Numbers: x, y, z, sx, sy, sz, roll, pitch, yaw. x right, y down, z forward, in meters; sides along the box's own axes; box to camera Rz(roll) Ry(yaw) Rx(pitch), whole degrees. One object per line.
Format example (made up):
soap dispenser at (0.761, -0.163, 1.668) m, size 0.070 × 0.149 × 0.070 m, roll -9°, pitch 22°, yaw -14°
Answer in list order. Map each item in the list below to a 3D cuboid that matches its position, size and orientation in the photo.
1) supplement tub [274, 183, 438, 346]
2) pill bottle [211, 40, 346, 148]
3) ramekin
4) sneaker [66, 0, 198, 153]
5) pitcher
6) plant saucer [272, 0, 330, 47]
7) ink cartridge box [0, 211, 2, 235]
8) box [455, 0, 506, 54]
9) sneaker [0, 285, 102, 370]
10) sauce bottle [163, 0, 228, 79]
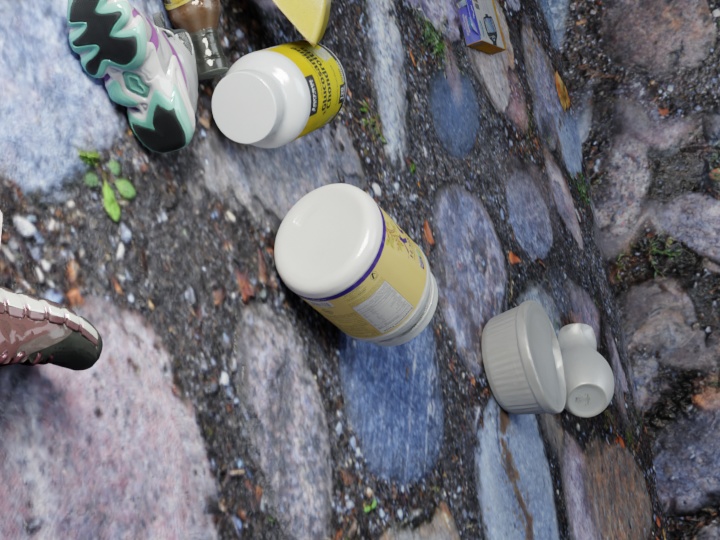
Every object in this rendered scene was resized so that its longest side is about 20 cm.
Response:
supplement tub at (0.000, 0.000, 1.422) m, size 0.200 × 0.144 × 0.147 m, roll 42°, pitch 39°, yaw -51°
pill bottle at (-0.098, -0.208, 1.372) m, size 0.113 × 0.111 × 0.200 m, roll 70°, pitch 24°, yaw -10°
ramekin at (0.284, 0.160, 2.020) m, size 0.202 × 0.093 × 0.204 m, roll 45°, pitch 36°, yaw -48°
sneaker at (-0.222, -0.233, 1.169) m, size 0.141 × 0.077 × 0.201 m, roll -82°, pitch 157°, yaw -45°
pitcher at (0.449, 0.228, 2.342) m, size 0.201 × 0.120 × 0.173 m, roll -83°, pitch 165°, yaw -62°
plant saucer at (-0.101, -0.367, 1.398) m, size 0.200 × 0.048 × 0.200 m, roll 47°, pitch 10°, yaw -10°
ink cartridge box at (-0.324, -0.006, 0.636) m, size 0.146 × 0.198 × 0.084 m, roll 36°, pitch 47°, yaw -54°
box at (0.249, -0.527, 2.435) m, size 0.200 × 0.041 × 0.120 m, roll -7°, pitch 83°, yaw -64°
sneaker at (-0.282, 0.070, 0.856) m, size 0.199 × 0.075 × 0.117 m, roll 31°, pitch 53°, yaw -44°
sauce bottle at (-0.191, -0.316, 1.290) m, size 0.065 × 0.064 × 0.202 m, roll -16°, pitch 89°, yaw -66°
